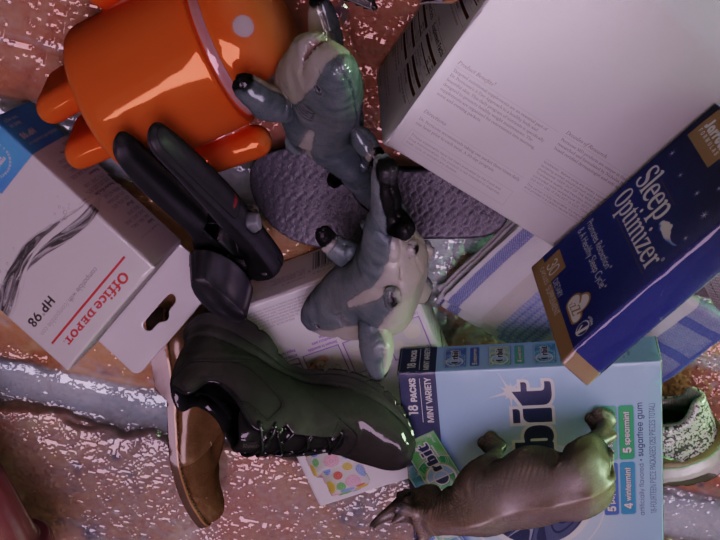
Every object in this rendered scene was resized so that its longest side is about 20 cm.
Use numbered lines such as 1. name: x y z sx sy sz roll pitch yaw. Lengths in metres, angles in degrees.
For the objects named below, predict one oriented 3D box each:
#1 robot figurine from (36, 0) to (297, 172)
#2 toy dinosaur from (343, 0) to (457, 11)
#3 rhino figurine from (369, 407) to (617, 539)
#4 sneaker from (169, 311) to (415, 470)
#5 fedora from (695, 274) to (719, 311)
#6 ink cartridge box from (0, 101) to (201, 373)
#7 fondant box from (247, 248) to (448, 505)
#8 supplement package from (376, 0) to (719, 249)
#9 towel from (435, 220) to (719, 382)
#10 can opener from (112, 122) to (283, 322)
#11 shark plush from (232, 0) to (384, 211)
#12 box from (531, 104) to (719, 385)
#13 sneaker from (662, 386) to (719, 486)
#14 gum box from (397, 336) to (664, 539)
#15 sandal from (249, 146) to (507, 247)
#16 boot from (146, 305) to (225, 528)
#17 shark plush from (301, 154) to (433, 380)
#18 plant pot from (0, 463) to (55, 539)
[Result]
1. robot figurine: -0.128 -0.145 1.001 0.198 0.117 0.145 -23 78 11
2. toy dinosaur: -0.003 -0.248 0.936 0.199 0.102 0.137 29 91 2
3. rhino figurine: 0.098 0.163 1.058 0.198 0.088 0.060 -16 112 13
4. sneaker: -0.055 0.111 1.078 0.198 0.091 0.076 24 133 -1
5. fedora: 0.272 -0.040 1.051 0.090 0.199 0.179 -6 100 46
6. ink cartridge box: -0.219 -0.013 1.069 0.200 0.067 0.116 42 110 -3
7. fondant box: -0.002 0.079 1.153 0.143 0.058 0.201 -19 115 9
8. supplement package: 0.143 -0.146 0.987 0.190 0.147 0.201 29 113 -16
9. towel: 0.175 0.028 1.119 0.199 0.024 0.147 27 139 -14
10. can opener: -0.109 -0.041 1.012 0.063 0.079 0.200 -15 144 10
11. shark plush: -0.018 -0.087 0.972 0.091 0.083 0.201 -41 145 -25
12. box: 0.197 -0.029 0.900 0.200 0.121 0.032 -42 113 18
13. sneaker: 0.200 0.133 1.165 0.198 0.077 0.089 -15 129 7
14. gum box: 0.135 0.140 1.117 0.198 0.045 0.172 -4 115 6
15. sandal: 0.014 -0.053 1.084 0.198 0.043 0.077 6 99 2
16. boot: -0.123 0.122 1.170 0.075 0.074 0.202 -8 115 -4
17. shark plush: 0.000 0.000 0.996 0.083 0.091 0.200 25 157 10
18. plant pot: -0.355 0.207 1.152 0.198 0.200 0.181 -14 101 7
